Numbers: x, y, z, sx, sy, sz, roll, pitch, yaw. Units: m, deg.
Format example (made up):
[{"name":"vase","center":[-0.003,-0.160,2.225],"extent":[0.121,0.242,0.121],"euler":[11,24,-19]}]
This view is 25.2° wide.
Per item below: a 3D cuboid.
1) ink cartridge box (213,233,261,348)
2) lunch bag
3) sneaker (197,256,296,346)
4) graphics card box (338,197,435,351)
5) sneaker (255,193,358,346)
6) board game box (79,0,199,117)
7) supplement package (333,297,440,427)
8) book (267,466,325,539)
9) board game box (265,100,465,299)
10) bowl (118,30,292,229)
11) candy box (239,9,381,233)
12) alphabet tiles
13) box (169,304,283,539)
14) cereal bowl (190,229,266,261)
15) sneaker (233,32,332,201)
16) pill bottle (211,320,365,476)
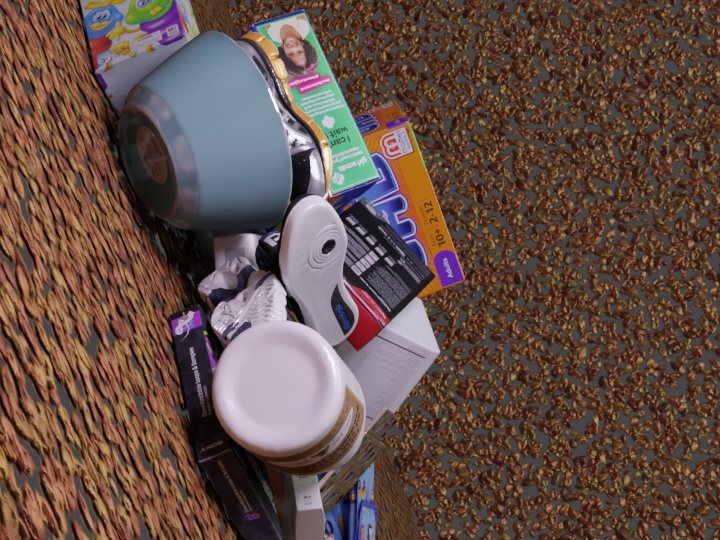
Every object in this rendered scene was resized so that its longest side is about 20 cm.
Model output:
[{"name":"ink cartridge box","center":[-0.120,0.044,1.730],"extent":[0.200,0.050,0.163],"euler":[10,76,-89]},{"name":"lunch bag","center":[-0.022,0.303,1.973],"extent":[0.151,0.093,0.202],"euler":[61,20,-79]},{"name":"sneaker","center":[-0.087,0.071,1.542],"extent":[0.130,0.079,0.199],"euler":[55,-11,-20]},{"name":"graphics card box","center":[0.000,0.000,1.728],"extent":[0.126,0.051,0.200],"euler":[47,24,1]},{"name":"sneaker","center":[-0.067,-0.018,1.550],"extent":[0.112,0.073,0.201],"euler":[43,-23,34]},{"name":"board game box","center":[-0.231,-0.256,1.711],"extent":[0.103,0.104,0.201],"euler":[65,4,-47]},{"name":"supplement package","center":[-0.018,0.116,1.827],"extent":[0.113,0.201,0.110],"euler":[26,24,-25]},{"name":"book","center":[-0.067,0.208,1.614],"extent":[0.201,0.048,0.135],"euler":[-103,-168,-48]},{"name":"board game box","center":[-0.008,-0.066,1.936],"extent":[0.200,0.198,0.202],"euler":[-103,172,-77]},{"name":"bowl","center":[-0.163,-0.120,1.559],"extent":[0.200,0.104,0.202],"euler":[38,-40,41]},{"name":"candy box","center":[-0.079,-0.150,1.731],"extent":[0.201,0.077,0.169],"euler":[64,-31,5]},{"name":"alphabet tiles","center":[-0.015,0.224,1.787],"extent":[0.008,0.167,0.200],"euler":[40,-4,11]},{"name":"box","center":[-0.122,0.146,1.477],"extent":[0.201,0.036,0.144],"euler":[-107,175,-49]},{"name":"cereal bowl","center":[-0.163,-0.077,1.894],"extent":[0.200,0.083,0.202],"euler":[-21,90,-87]},{"name":"sneaker","center":[-0.097,-0.143,1.616],"extent":[0.078,0.077,0.201],"euler":[-45,-110,45]},{"name":"pill bottle","center":[-0.055,0.122,1.429],"extent":[0.200,0.113,0.115],"euler":[58,10,-72]}]
